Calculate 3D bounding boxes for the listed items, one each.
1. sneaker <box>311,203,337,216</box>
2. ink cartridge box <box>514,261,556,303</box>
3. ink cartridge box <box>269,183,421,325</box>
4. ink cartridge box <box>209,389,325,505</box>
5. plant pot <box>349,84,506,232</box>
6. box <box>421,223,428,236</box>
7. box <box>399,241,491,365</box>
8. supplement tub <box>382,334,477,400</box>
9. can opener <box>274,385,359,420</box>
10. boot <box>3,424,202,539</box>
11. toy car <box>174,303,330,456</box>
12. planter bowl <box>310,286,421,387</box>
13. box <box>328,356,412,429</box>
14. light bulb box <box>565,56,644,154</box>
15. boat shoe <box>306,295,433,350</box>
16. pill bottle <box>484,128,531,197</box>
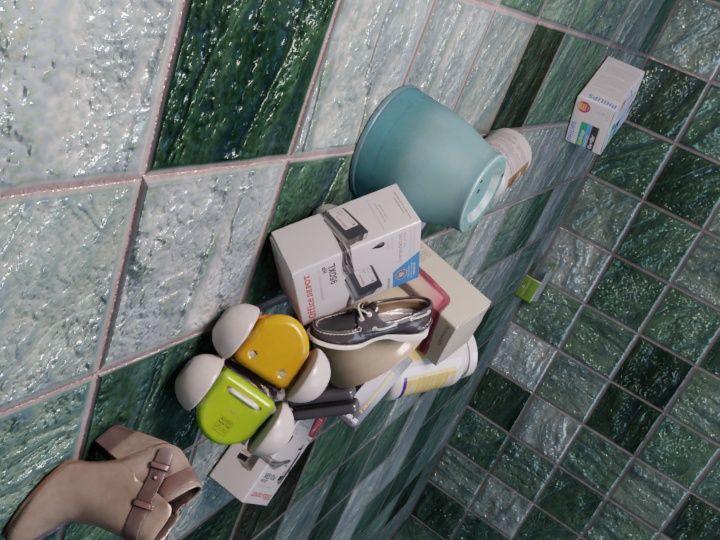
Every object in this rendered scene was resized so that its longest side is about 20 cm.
[{"bbox_3d":[-0.016,-0.073,1.117,0.074,0.082,0.200,-31,148,21],"label":"sneaker"},{"bbox_3d":[0.746,0.037,2.972,0.200,0.076,0.148,-63,159,7],"label":"ink cartridge box"},{"bbox_3d":[-0.019,-0.020,1.023,0.200,0.084,0.145,-23,147,-12],"label":"ink cartridge box"},{"bbox_3d":[-0.164,0.321,1.280,0.200,0.083,0.147,-55,160,-11],"label":"ink cartridge box"},{"bbox_3d":[0.116,-0.160,1.103,0.200,0.188,0.200,-46,156,-28],"label":"plant pot"},{"bbox_3d":[0.120,-0.145,1.343,0.200,0.038,0.137,-60,159,5],"label":"box"},{"bbox_3d":[0.124,0.057,1.334,0.109,0.200,0.128,-30,153,-36],"label":"box"},{"bbox_3d":[0.119,0.173,1.417,0.200,0.145,0.146,-8,134,-25],"label":"supplement tub"},{"bbox_3d":[-0.104,0.232,1.165,0.067,0.200,0.053,-64,143,-69],"label":"can opener"},{"bbox_3d":[-0.296,0.281,0.834,0.200,0.146,0.070,-47,159,-26],"label":"boot"},{"bbox_3d":[-0.157,0.150,0.999,0.200,0.175,0.150,-55,-164,-9],"label":"toy car"},{"bbox_3d":[-0.005,0.080,1.177,0.200,0.200,0.135,-45,112,-32],"label":"planter bowl"},{"bbox_3d":[-0.008,0.179,1.287,0.048,0.200,0.158,43,86,-25],"label":"box"},{"bbox_3d":[0.745,-0.503,2.147,0.200,0.125,0.198,-51,158,-23],"label":"light bulb box"},{"bbox_3d":[0.018,0.073,1.046,0.200,0.074,0.060,-1,125,-21],"label":"boat shoe"},{"bbox_3d":[0.270,-0.213,1.482,0.200,0.114,0.114,-40,153,-40],"label":"pill bottle"}]
